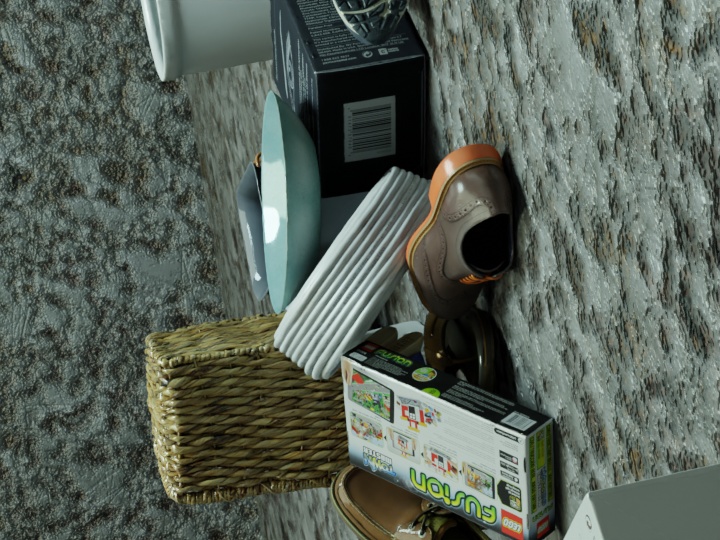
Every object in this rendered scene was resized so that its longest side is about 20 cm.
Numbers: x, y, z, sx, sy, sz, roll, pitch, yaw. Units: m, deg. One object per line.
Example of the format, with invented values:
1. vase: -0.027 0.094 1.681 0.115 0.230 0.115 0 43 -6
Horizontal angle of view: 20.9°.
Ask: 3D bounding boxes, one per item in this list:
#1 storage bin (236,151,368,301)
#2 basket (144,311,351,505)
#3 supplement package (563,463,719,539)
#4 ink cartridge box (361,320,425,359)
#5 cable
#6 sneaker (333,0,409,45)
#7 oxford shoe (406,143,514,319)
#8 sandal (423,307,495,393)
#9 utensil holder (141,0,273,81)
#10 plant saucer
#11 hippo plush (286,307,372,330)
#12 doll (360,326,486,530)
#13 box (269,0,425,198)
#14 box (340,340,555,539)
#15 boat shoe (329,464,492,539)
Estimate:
1. storage bin: -0.050 -0.059 2.057 0.200 0.134 0.146 135 124 -77
2. basket: -0.103 0.127 1.869 0.143 0.199 0.150 -142 45 -73
3. supplement package: 0.186 0.200 0.978 0.200 0.150 0.152 100 156 -62
4. ink cartridge box: 0.044 0.164 1.903 0.145 0.083 0.201 -143 44 -74
5. cable: 0.000 0.000 1.695 0.069 0.200 0.200 35 167 0
6. sneaker: 0.009 -0.272 1.739 0.086 0.077 0.201 78 -177 -56
7. oxford shoe: 0.083 -0.011 1.565 0.200 0.071 0.073 95 157 -54
8. sandal: 0.076 0.055 1.701 0.200 0.054 0.082 -117 19 -55
9. utensil holder: -0.126 -0.297 2.049 0.170 0.199 0.171 170 90 -79
10. plant saucer: -0.061 -0.062 1.757 0.201 0.039 0.202 177 90 -82
11. hippo plush: -0.055 0.084 2.153 0.161 0.159 0.200 -96 -17 -57
12. doll: 0.069 0.145 1.690 0.136 0.048 0.200 8 131 58
13. box: -0.014 -0.188 1.815 0.200 0.104 0.148 -110 14 -46
14. box: 0.069 0.139 1.592 0.200 0.035 0.110 22 128 38
15. boat shoe: 0.065 0.226 1.694 0.200 0.072 0.068 33 154 7
